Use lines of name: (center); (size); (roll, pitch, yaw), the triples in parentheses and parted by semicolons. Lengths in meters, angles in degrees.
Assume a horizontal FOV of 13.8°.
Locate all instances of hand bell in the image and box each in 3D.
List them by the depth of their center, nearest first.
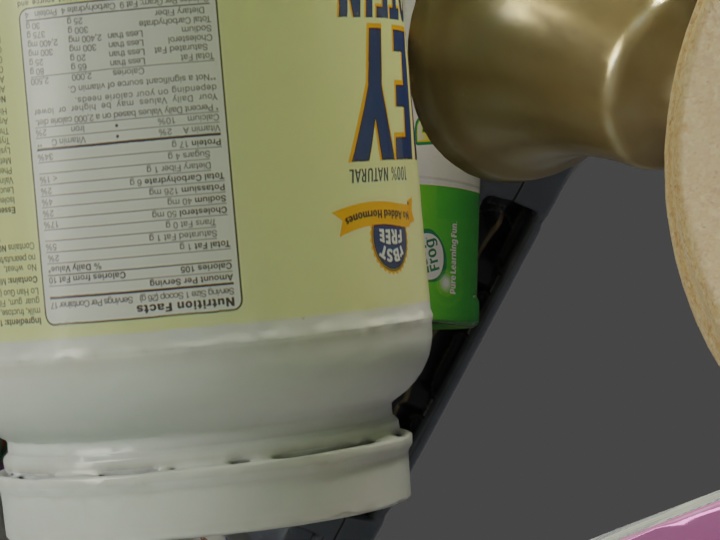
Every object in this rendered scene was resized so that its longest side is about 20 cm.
hand bell: (0.113, -0.043, 0.845); (0.200, 0.104, 0.105); (31, 101, 47)

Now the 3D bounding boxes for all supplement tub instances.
supplement tub: (-0.054, -0.027, 0.876); (0.145, 0.144, 0.202); (-3, 92, 58)

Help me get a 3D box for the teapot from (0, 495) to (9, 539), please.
teapot: (-0.162, 0.105, 0.929); (0.198, 0.145, 0.201); (96, 152, -68)

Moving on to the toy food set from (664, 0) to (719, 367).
toy food set: (0.163, -0.034, 0.737); (0.198, 0.048, 0.201); (-45, 56, 25)

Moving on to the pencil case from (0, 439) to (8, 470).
pencil case: (-0.117, 0.079, 1.102); (0.200, 0.087, 0.088); (2, 76, 68)

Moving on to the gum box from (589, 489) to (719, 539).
gum box: (0.084, 0.114, 0.703); (0.199, 0.066, 0.114); (-24, 85, 24)

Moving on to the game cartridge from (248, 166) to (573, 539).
game cartridge: (0.000, 0.000, 1.038); (0.201, 0.040, 0.133); (-62, 35, 17)

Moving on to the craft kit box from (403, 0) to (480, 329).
craft kit box: (-0.039, -0.076, 1.014); (0.199, 0.048, 0.199); (-4, 84, 47)

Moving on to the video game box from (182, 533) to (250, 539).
video game box: (-0.095, 0.189, 0.928); (0.200, 0.047, 0.182); (-50, 27, 10)
